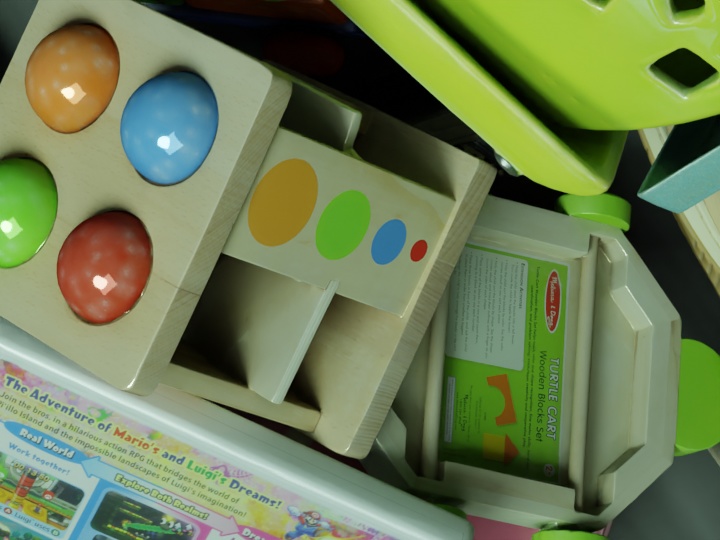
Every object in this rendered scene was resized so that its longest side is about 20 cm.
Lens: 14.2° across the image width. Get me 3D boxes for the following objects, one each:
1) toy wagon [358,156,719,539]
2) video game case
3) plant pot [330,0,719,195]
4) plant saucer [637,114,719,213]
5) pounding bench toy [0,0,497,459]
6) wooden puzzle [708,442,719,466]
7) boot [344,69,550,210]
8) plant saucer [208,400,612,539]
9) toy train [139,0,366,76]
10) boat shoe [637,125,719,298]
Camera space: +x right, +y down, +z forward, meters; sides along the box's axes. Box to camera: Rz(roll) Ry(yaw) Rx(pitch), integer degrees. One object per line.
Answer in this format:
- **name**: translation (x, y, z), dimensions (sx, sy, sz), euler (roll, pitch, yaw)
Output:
- **toy wagon**: translation (0.079, 0.043, 1.172), dimensions (0.200, 0.155, 0.040), euler (13, 162, -27)
- **video game case**: translation (-0.081, 0.122, 1.135), dimensions (0.200, 0.024, 0.182), euler (25, 128, -6)
- **plant pot**: translation (0.087, -0.159, 1.074), dimensions (0.199, 0.200, 0.181), euler (41, 125, -16)
- **plant saucer**: translation (0.156, -0.073, 1.107), dimensions (0.070, 0.200, 0.019), euler (-32, 99, 25)
- **pounding bench toy**: translation (-0.086, -0.035, 1.097), dimensions (0.156, 0.200, 0.124), euler (20, 96, -50)
- **wooden puzzle**: translation (0.252, 0.109, 1.221), dimensions (0.200, 0.185, 0.037), euler (22, 98, -6)
- **boot**: translation (0.000, 0.000, 1.256), dimensions (0.200, 0.073, 0.151), euler (-20, 116, 11)
- **plant saucer**: translation (0.019, 0.098, 1.224), dimensions (0.200, 0.051, 0.201), euler (-5, 115, -12)
- **toy train**: translation (-0.021, -0.122, 1.144), dimensions (0.200, 0.116, 0.085), euler (7, 91, 6)
- **boat shoe**: translation (0.173, -0.012, 1.174), dimensions (0.069, 0.200, 0.074), euler (-29, 155, 5)
